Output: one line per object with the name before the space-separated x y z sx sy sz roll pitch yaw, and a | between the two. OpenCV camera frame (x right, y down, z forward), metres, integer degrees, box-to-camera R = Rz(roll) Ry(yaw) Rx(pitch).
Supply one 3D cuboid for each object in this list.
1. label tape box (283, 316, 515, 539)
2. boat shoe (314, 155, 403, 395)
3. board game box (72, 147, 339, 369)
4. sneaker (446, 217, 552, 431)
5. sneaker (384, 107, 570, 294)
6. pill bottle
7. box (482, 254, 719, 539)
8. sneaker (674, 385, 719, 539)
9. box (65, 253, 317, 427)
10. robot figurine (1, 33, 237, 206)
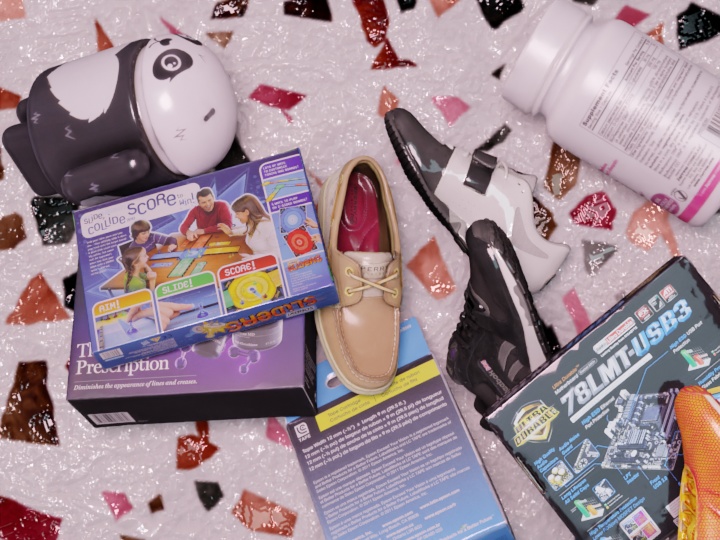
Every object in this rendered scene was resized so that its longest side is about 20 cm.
label tape box | 0.026 0.161 0.975 0.142 0.066 0.202 -26 57 4
boat shoe | 0.000 0.000 0.971 0.073 0.066 0.203 -2 71 -18
board game box | -0.128 -0.012 0.946 0.197 0.035 0.137 -15 61 -1
sneaker | 0.104 0.056 0.940 0.086 0.076 0.202 -18 120 9
sneaker | 0.101 -0.070 0.992 0.088 0.074 0.201 -39 94 0
pill bottle | 0.224 -0.134 0.961 0.198 0.113 0.114 33 89 7
box | 0.228 0.128 0.886 0.199 0.050 0.199 -39 85 1
sneaker | 0.254 0.182 0.823 0.076 0.073 0.203 -16 88 -2
box | -0.138 0.049 0.983 0.196 0.079 0.143 -4 64 5
robot figurine | -0.202 -0.128 0.988 0.197 0.125 0.153 -12 78 17
